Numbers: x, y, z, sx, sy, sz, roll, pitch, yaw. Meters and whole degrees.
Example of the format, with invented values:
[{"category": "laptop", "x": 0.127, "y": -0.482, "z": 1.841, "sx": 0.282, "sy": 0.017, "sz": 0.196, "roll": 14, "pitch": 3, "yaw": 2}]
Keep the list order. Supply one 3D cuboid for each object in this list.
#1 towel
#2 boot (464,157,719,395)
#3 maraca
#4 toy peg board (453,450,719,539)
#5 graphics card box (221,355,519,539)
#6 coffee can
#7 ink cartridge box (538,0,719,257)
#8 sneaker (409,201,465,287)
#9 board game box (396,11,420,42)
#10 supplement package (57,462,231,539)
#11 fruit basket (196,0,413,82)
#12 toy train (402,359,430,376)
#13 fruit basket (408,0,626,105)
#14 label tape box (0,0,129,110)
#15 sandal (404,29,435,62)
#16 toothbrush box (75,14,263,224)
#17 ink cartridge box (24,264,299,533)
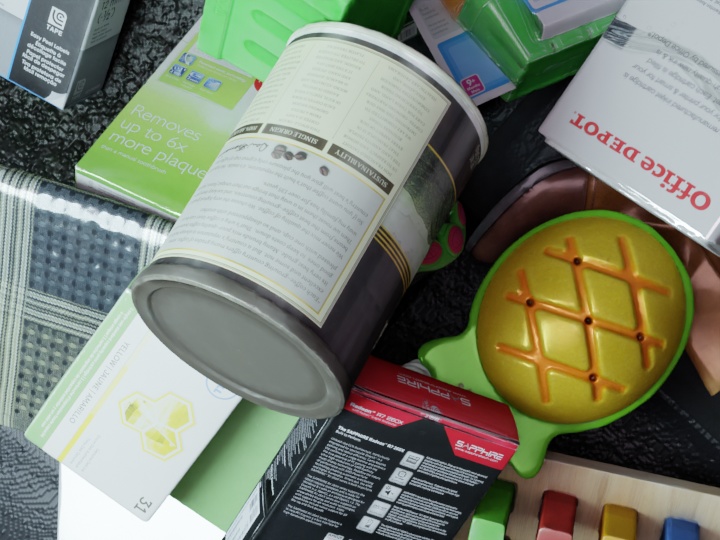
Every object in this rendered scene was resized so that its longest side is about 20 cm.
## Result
[{"category": "towel", "x": -0.191, "y": 0.035, "z": 1.435, "sx": 0.192, "sy": 0.035, "sz": 0.200, "roll": 18, "pitch": 119, "yaw": 12}, {"category": "boot", "x": 0.196, "y": -0.001, "z": 1.479, "sx": 0.188, "sy": 0.068, "sz": 0.200, "roll": -34, "pitch": 90, "yaw": 5}, {"category": "maraca", "x": 0.130, "y": 0.048, "z": 1.406, "sx": 0.200, "sy": 0.107, "sz": 0.137, "roll": -41, "pitch": 86, "yaw": -1}, {"category": "toy peg board", "x": 0.140, "y": 0.237, "z": 1.427, "sx": 0.199, "sy": 0.098, "sz": 0.200, "roll": 12, "pitch": 107, "yaw": 5}, {"category": "graphics card box", "x": 0.001, "y": 0.151, "z": 1.381, "sx": 0.125, "sy": 0.051, "sz": 0.200, "roll": 19, "pitch": 121, "yaw": -19}, {"category": "coffee can", "x": -0.029, "y": -0.031, "z": 1.300, "sx": 0.146, "sy": 0.146, "sz": 0.200, "roll": 25, "pitch": 66, "yaw": 13}, {"category": "ink cartridge box", "x": 0.236, "y": -0.125, "z": 1.376, "sx": 0.145, "sy": 0.084, "sz": 0.200, "roll": 35, "pitch": 93, "yaw": 27}, {"category": "sneaker", "x": 0.000, "y": 0.000, "z": 1.473, "sx": 0.077, "sy": 0.200, "sz": 0.084, "roll": 54, "pitch": 145, "yaw": -11}, {"category": "board game box", "x": -0.052, "y": -0.219, "z": 1.498, "sx": 0.105, "sy": 0.023, "sz": 0.200, "roll": -28, "pitch": 62, "yaw": -14}, {"category": "supplement package", "x": -0.126, "y": 0.107, "z": 1.522, "sx": 0.155, "sy": 0.111, "sz": 0.201, "roll": 2, "pitch": 90, "yaw": 14}, {"category": "fruit basket", "x": -0.052, "y": -0.237, "z": 1.377, "sx": 0.216, "sy": 0.216, "sz": 0.155, "roll": 44, "pitch": 69, "yaw": 10}, {"category": "toy train", "x": 0.073, "y": 0.155, "z": 1.494, "sx": 0.200, "sy": 0.056, "sz": 0.150, "roll": 45, "pitch": 106, "yaw": -5}, {"category": "fruit basket", "x": 0.105, "y": -0.227, "z": 1.449, "sx": 0.185, "sy": 0.094, "sz": 0.200, "roll": -22, "pitch": 80, "yaw": -19}, {"category": "label tape box", "x": -0.234, "y": -0.239, "z": 1.539, "sx": 0.143, "sy": 0.066, "sz": 0.200, "roll": 29, "pitch": 121, "yaw": 13}, {"category": "sandal", "x": 0.041, "y": -0.202, "z": 1.509, "sx": 0.048, "sy": 0.075, "sz": 0.201, "roll": -25, "pitch": 93, "yaw": -16}, {"category": "toothbrush box", "x": -0.086, "y": -0.079, "z": 1.469, "sx": 0.145, "sy": 0.200, "sz": 0.086, "roll": 25, "pitch": 140, "yaw": 13}, {"category": "ink cartridge box", "x": -0.101, "y": 0.109, "z": 1.394, "sx": 0.200, "sy": 0.048, "sz": 0.146, "roll": 36, "pitch": 118, "yaw": -3}]
